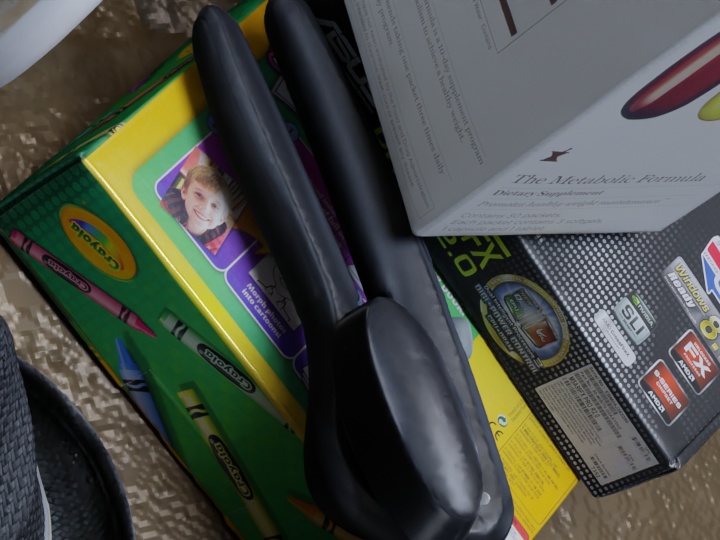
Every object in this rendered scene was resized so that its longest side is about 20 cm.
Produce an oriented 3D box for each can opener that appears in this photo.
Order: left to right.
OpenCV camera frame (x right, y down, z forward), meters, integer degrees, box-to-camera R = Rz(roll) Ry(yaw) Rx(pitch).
[{"bbox_3d":[0.000,0.000,0.929,0.063,0.079,0.201,-4,64,-33],"label":"can opener"}]

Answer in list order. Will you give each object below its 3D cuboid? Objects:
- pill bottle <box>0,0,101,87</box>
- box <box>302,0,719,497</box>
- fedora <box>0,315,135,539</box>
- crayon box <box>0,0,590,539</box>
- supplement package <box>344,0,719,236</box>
[{"bbox_3d":[-0.153,-0.160,0.919,0.200,0.116,0.116,44,47,-14],"label":"pill bottle"},{"bbox_3d":[0.082,-0.047,1.026,0.160,0.044,0.200,-39,98,-40],"label":"box"},{"bbox_3d":[-0.148,0.062,0.783,0.200,0.092,0.201,7,50,-9],"label":"fedora"},{"bbox_3d":[-0.015,0.020,0.989,0.200,0.058,0.119,52,45,-8],"label":"crayon box"},{"bbox_3d":[0.099,-0.100,0.893,0.113,0.200,0.110,-2,68,-38],"label":"supplement package"}]
